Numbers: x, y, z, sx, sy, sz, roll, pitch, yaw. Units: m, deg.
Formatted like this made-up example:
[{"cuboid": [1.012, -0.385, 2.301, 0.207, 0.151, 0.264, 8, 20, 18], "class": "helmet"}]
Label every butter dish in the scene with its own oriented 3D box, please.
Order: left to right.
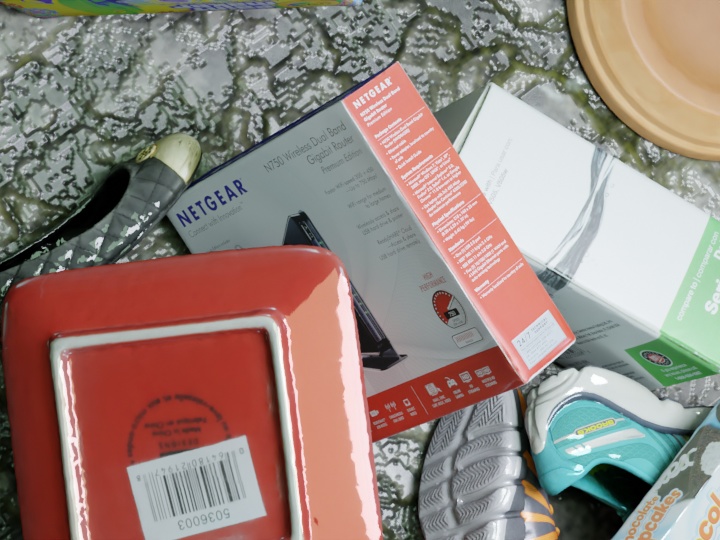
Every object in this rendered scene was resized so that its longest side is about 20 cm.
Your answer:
[{"cuboid": [-0.081, 0.092, 1.442, 0.199, 0.148, 0.200, -7, 88, 12], "class": "butter dish"}]

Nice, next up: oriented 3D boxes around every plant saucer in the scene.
[{"cuboid": [0.225, -0.169, 1.614, 0.200, 0.037, 0.201, 1, 86, -17], "class": "plant saucer"}]

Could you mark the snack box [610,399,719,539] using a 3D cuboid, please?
[{"cuboid": [0.208, 0.157, 1.491, 0.200, 0.037, 0.116, -49, 125, -21], "class": "snack box"}]

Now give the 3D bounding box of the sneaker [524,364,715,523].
[{"cuboid": [0.177, 0.123, 1.534, 0.200, 0.077, 0.080, 18, 54, -28], "class": "sneaker"}]

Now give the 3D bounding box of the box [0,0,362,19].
[{"cuboid": [-0.108, -0.244, 1.424, 0.199, 0.122, 0.193, -1, 85, 20], "class": "box"}]

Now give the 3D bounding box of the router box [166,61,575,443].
[{"cuboid": [0.000, 0.000, 1.444, 0.049, 0.200, 0.180, -37, 96, -36], "class": "router box"}]

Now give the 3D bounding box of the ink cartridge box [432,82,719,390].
[{"cuboid": [0.113, -0.014, 1.508, 0.200, 0.147, 0.083, 30, 74, -13], "class": "ink cartridge box"}]

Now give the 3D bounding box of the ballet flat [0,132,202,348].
[{"cuboid": [-0.170, -0.017, 1.460, 0.200, 0.066, 0.057, -39, 104, -16], "class": "ballet flat"}]

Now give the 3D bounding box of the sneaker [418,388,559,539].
[{"cuboid": [0.098, 0.165, 1.534, 0.112, 0.077, 0.201, 19, 63, -38], "class": "sneaker"}]
